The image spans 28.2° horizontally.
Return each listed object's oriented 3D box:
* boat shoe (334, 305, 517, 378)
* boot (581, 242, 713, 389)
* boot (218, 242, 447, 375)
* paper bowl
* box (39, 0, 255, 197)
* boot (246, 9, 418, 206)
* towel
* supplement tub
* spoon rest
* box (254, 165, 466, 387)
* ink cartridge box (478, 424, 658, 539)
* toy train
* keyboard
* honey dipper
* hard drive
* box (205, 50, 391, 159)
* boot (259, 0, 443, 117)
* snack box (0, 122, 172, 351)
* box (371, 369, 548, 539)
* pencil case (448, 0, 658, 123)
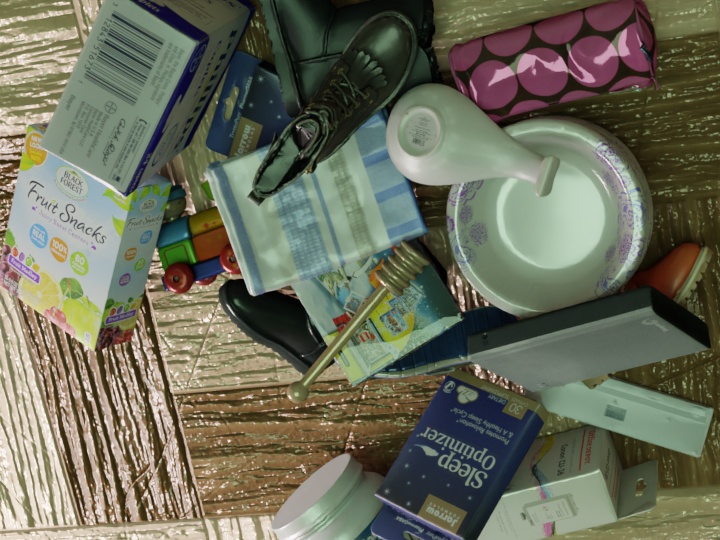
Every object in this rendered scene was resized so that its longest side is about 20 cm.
[{"bbox_3d":[0.070,0.086,1.537,0.199,0.072,0.072,-4,71,1],"label":"boat shoe"},{"bbox_3d":[0.270,0.025,1.487,0.107,0.075,0.200,45,115,-1],"label":"boot"},{"bbox_3d":[-0.029,0.016,1.539,0.200,0.066,0.165,-35,126,26],"label":"boot"},{"bbox_3d":[0.194,-0.056,1.442,0.200,0.104,0.201,3,101,18],"label":"paper bowl"},{"bbox_3d":[-0.210,-0.199,1.441,0.105,0.200,0.184,30,114,0],"label":"box"},{"bbox_3d":[-0.023,-0.151,1.340,0.069,0.174,0.200,37,107,-1],"label":"boot"},{"bbox_3d":[-0.046,-0.072,1.456,0.200,0.024,0.147,-19,87,7],"label":"towel"},{"bbox_3d":[0.010,0.321,1.620,0.145,0.145,0.200,-39,98,23],"label":"supplement tub"},{"bbox_3d":[0.108,-0.117,1.385,0.200,0.061,0.100,24,101,32],"label":"spoon rest"},{"bbox_3d":[0.000,0.000,1.480,0.136,0.038,0.200,-32,85,6],"label":"box"},{"bbox_3d":[0.217,0.229,1.551,0.200,0.117,0.068,-17,107,18],"label":"ink cartridge box"},{"bbox_3d":[-0.134,-0.056,1.551,0.200,0.085,0.116,-19,92,19],"label":"toy train"},{"bbox_3d":[0.279,0.147,1.553,0.199,0.011,0.056,17,95,7],"label":"keyboard"},{"bbox_3d":[-0.008,0.055,1.443,0.038,0.038,0.200,40,96,-4],"label":"honey dipper"},{"bbox_3d":[0.227,0.070,1.418,0.200,0.139,0.033,-18,62,31],"label":"hard drive"},{"bbox_3d":[-0.064,-0.142,1.522,0.200,0.032,0.121,23,114,5],"label":"box"},{"bbox_3d":[-0.011,-0.262,1.441,0.168,0.076,0.201,-12,96,8],"label":"boot"},{"bbox_3d":[-0.307,-0.040,1.569,0.168,0.068,0.200,30,115,27],"label":"snack box"},{"bbox_3d":[0.100,0.210,1.521,0.121,0.200,0.032,21,162,36],"label":"box"},{"bbox_3d":[0.191,-0.202,1.408,0.199,0.091,0.094,-11,104,20],"label":"pencil case"}]
